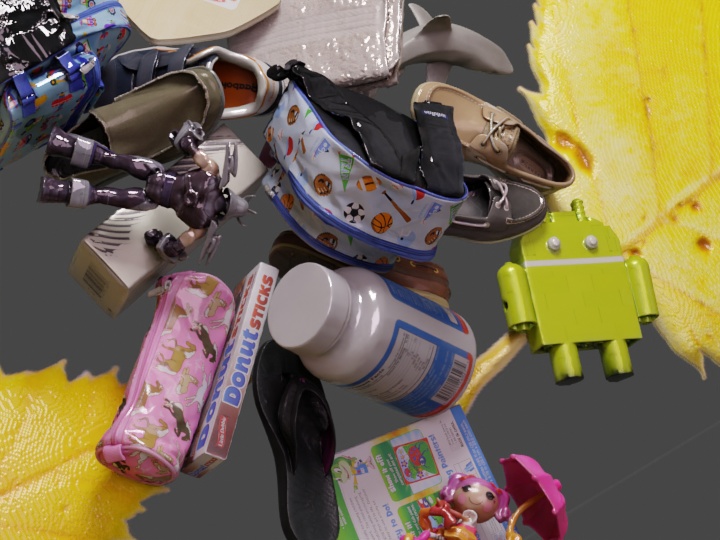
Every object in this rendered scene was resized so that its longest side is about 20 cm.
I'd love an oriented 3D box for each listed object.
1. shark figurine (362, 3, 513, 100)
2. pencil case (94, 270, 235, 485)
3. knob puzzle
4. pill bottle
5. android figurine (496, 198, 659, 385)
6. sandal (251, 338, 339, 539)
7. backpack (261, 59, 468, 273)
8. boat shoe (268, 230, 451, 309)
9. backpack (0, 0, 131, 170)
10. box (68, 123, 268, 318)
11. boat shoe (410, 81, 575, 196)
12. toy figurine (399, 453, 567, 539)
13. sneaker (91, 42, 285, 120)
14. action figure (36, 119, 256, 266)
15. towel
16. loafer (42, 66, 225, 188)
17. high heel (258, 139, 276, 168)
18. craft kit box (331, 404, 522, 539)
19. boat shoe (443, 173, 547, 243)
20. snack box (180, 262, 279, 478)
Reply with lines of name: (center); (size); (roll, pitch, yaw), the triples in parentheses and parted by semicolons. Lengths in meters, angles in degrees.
shark figurine: (0.062, -0.232, 1.873); (0.214, 0.090, 0.129); (-31, 80, -31)
pencil case: (-0.180, 0.100, 1.639); (0.086, 0.083, 0.202); (22, 63, -12)
knob puzzle: (-0.176, -0.296, 1.814); (0.217, 0.031, 0.221); (4, 53, -6)
pill bottle: (0.009, 0.062, 1.663); (0.199, 0.112, 0.113); (27, 57, -43)
android figurine: (0.227, 0.020, 1.859); (0.180, 0.041, 0.202); (-1, 71, -22)
sandal: (-0.048, 0.156, 1.632); (0.075, 0.048, 0.202); (0, 70, -39)
backpack: (0.004, -0.088, 1.663); (0.198, 0.155, 0.191); (13, 20, -27)
boat shoe: (0.001, 0.000, 1.763); (0.198, 0.072, 0.068); (20, 57, -20)
backpack: (-0.302, -0.202, 1.667); (0.199, 0.182, 0.135); (-32, 85, -38)
box: (-0.185, -0.048, 1.701); (0.068, 0.082, 0.200); (45, 59, 3)
boat shoe: (0.141, -0.141, 1.847); (0.199, 0.064, 0.072); (27, 72, -28)
toy figurine: (0.113, 0.251, 1.641); (0.198, 0.151, 0.185); (15, 47, 12)
sneaker: (-0.175, -0.183, 1.723); (0.198, 0.079, 0.079); (-2, 90, 4)
action figure: (-0.190, -0.078, 1.610); (0.198, 0.069, 0.132); (13, 87, -6)
towel: (-0.050, -0.229, 1.787); (0.198, 0.035, 0.134); (-10, 57, 19)
loafer: (-0.217, -0.127, 1.666); (0.199, 0.070, 0.076); (-30, 85, 15)
high heel: (-0.046, -0.187, 1.829); (0.067, 0.095, 0.202); (47, 43, -43)
craft kit box: (0.051, 0.254, 1.688); (0.196, 0.049, 0.202); (-17, 76, -29)
boat shoe: (0.103, -0.069, 1.818); (0.198, 0.057, 0.067); (-2, 60, -12)
snack box: (-0.123, 0.094, 1.669); (0.024, 0.072, 0.202); (23, 62, -17)
